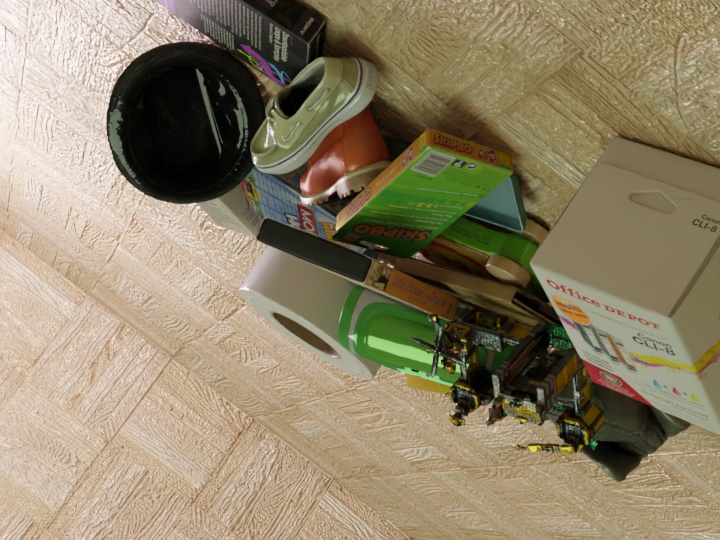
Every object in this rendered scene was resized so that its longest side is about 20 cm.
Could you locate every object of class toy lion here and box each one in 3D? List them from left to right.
[{"bbox_3d":[0.134,-0.013,1.588,0.200,0.069,0.192,24,167,34],"label":"toy lion"}]

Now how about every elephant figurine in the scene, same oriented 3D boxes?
[{"bbox_3d":[0.300,0.163,1.626,0.200,0.156,0.141,39,145,-19],"label":"elephant figurine"}]

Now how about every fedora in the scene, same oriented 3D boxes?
[{"bbox_3d":[-0.201,-0.180,1.664,0.201,0.200,0.092,45,-165,-31],"label":"fedora"}]

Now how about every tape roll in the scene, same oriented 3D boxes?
[{"bbox_3d":[-0.050,0.052,1.793,0.202,0.071,0.202,31,168,7],"label":"tape roll"}]

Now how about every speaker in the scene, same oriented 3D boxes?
[{"bbox_3d":[0.080,0.077,1.631,0.199,0.089,0.089,15,158,18],"label":"speaker"}]

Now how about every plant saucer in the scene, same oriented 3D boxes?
[{"bbox_3d":[0.090,-0.093,1.487,0.200,0.019,0.070,20,140,42],"label":"plant saucer"}]

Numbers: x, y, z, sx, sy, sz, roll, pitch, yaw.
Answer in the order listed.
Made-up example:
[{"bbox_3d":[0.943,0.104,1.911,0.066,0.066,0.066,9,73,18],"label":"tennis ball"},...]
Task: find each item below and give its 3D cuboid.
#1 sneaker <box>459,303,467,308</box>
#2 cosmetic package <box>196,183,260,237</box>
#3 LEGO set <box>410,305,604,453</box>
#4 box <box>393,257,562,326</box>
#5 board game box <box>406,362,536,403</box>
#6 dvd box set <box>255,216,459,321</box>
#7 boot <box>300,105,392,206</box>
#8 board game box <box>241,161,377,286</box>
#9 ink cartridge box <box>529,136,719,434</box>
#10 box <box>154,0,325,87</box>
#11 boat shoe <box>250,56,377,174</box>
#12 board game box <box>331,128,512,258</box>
[{"bbox_3d":[0.095,0.046,1.763,0.105,0.076,0.200,27,172,43],"label":"sneaker"},{"bbox_3d":[-0.190,-0.141,1.822,0.103,0.087,0.200,21,159,49],"label":"cosmetic package"},{"bbox_3d":[0.146,0.126,1.476,0.199,0.116,0.154,23,134,27],"label":"LEGO set"},{"bbox_3d":[0.154,0.037,1.580,0.163,0.021,0.200,27,174,-37],"label":"box"},{"bbox_3d":[0.171,0.129,1.784,0.152,0.041,0.200,-1,-178,-28],"label":"board game box"},{"bbox_3d":[0.000,0.000,1.528,0.146,0.030,0.200,21,179,33],"label":"dvd box set"},{"bbox_3d":[-0.022,-0.127,1.537,0.200,0.075,0.108,-18,90,69],"label":"boot"},{"bbox_3d":[-0.042,-0.056,1.741,0.199,0.062,0.200,27,148,27],"label":"board game box"},{"bbox_3d":[0.262,0.014,1.235,0.145,0.145,0.200,23,159,39],"label":"ink cartridge box"},{"bbox_3d":[-0.125,-0.261,1.450,0.200,0.036,0.143,35,165,6],"label":"box"},{"bbox_3d":[-0.061,-0.161,1.445,0.062,0.072,0.200,15,148,-31],"label":"boat shoe"},{"bbox_3d":[0.056,-0.071,1.435,0.095,0.030,0.200,15,146,-25],"label":"board game box"}]
